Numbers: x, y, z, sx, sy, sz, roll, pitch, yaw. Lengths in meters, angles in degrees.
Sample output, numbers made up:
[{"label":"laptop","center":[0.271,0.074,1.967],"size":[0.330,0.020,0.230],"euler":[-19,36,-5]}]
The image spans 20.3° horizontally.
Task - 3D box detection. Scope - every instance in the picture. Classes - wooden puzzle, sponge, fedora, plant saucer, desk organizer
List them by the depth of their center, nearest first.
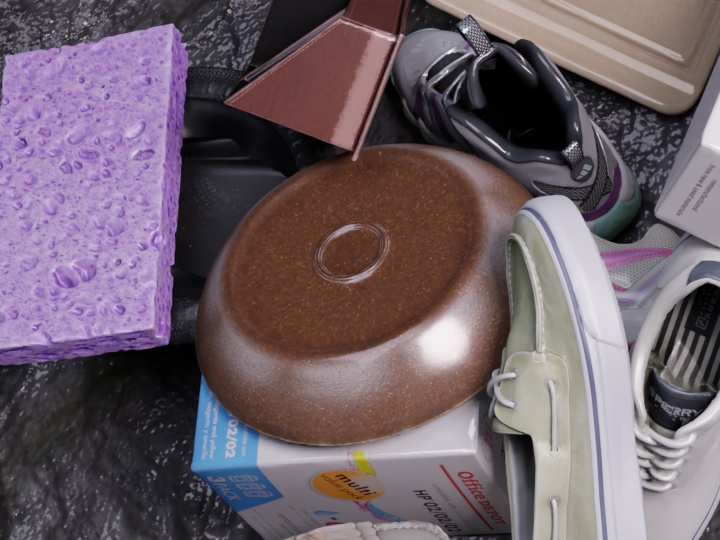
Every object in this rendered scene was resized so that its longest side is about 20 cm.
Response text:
[{"label":"plant saucer","center":[0.000,0.000,1.054],"size":[0.200,0.037,0.201],"euler":[-13,47,14]},{"label":"desk organizer","center":[-0.021,-0.125,1.137],"size":[0.077,0.200,0.072],"euler":[21,103,-3]},{"label":"sponge","center":[-0.160,-0.045,1.159],"size":[0.111,0.030,0.201],"euler":[-7,62,15]},{"label":"wooden puzzle","center":[0.151,-0.216,1.176],"size":[0.185,0.037,0.200],"euler":[27,104,15]},{"label":"fedora","center":[-0.095,-0.026,1.201],"size":[0.200,0.092,0.201],"euler":[-8,62,15]}]

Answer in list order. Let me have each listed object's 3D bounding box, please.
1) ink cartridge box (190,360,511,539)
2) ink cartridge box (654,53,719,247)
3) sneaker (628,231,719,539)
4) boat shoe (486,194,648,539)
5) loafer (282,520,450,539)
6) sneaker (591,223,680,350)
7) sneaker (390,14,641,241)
[{"label":"ink cartridge box","center":[0.025,0.093,1.073],"size":[0.199,0.115,0.068],"euler":[-6,61,20]},{"label":"ink cartridge box","center":[0.260,-0.056,0.937],"size":[0.200,0.084,0.145],"euler":[25,65,2]},{"label":"sneaker","center":[0.151,0.071,0.997],"size":[0.073,0.201,0.071],"euler":[18,27,18]},{"label":"boat shoe","center":[0.094,0.065,0.971],"size":[0.062,0.072,0.201],"euler":[-11,92,-14]},{"label":"loafer","center":[-0.045,0.171,1.003],"size":[0.199,0.063,0.072],"euler":[-20,52,-3]},{"label":"sneaker","center":[0.098,0.021,1.110],"size":[0.199,0.081,0.088],"euler":[-2,61,12]},{"label":"sneaker","center":[0.072,-0.108,1.144],"size":[0.078,0.140,0.200],"euler":[-47,55,-5]}]
